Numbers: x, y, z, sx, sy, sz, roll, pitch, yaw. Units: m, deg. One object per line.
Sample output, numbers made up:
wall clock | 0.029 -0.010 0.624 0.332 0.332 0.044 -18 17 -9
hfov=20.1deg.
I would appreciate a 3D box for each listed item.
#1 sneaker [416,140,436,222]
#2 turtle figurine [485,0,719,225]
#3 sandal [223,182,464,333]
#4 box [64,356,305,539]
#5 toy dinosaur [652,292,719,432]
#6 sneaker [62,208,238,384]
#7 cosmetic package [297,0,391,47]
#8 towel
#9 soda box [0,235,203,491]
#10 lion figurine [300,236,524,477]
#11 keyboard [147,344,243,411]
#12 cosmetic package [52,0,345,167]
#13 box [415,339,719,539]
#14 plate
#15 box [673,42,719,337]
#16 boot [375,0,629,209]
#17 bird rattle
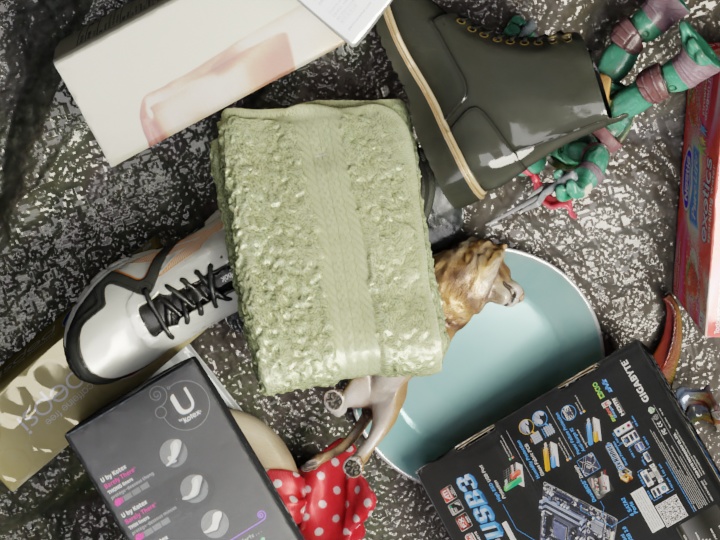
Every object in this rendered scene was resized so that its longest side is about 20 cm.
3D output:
sneaker | 0.000 0.000 1.446 0.076 0.084 0.201 27 92 -21
turtle figurine | 0.157 -0.122 1.466 0.200 0.101 0.150 -37 66 17
sandal | -0.017 -0.014 1.502 0.199 0.048 0.076 -28 108 3
box | -0.110 0.171 1.422 0.106 0.122 0.201 -31 91 -4
toy dinosaur | 0.198 0.148 1.580 0.180 0.105 0.201 -22 78 10
sneaker | -0.121 0.010 1.419 0.200 0.080 0.074 -37 107 -16
cosmetic package | -0.056 -0.236 1.299 0.200 0.113 0.081 39 94 -3
towel | -0.021 -0.020 1.388 0.147 0.036 0.202 -7 79 -11
soda box | -0.204 0.068 1.499 0.200 0.064 0.068 -40 107 6
lion figurine | 0.032 0.061 1.490 0.072 0.123 0.200 43 115 -1
keyboard | -0.099 0.142 1.564 0.056 0.011 0.200 -34 108 10
cosmetic package | -0.106 -0.163 1.418 0.199 0.103 0.088 -27 107 4
box | 0.172 0.186 1.503 0.198 0.050 0.201 -32 74 11
plate | 0.088 0.074 1.554 0.198 0.026 0.202 -2 107 -5
box | 0.292 -0.061 1.496 0.094 0.103 0.202 0 109 -6
boot | 0.091 -0.161 1.420 0.138 0.077 0.201 -24 83 12
bird rattle | -0.094 0.178 1.523 0.200 0.113 0.163 -38 91 8
